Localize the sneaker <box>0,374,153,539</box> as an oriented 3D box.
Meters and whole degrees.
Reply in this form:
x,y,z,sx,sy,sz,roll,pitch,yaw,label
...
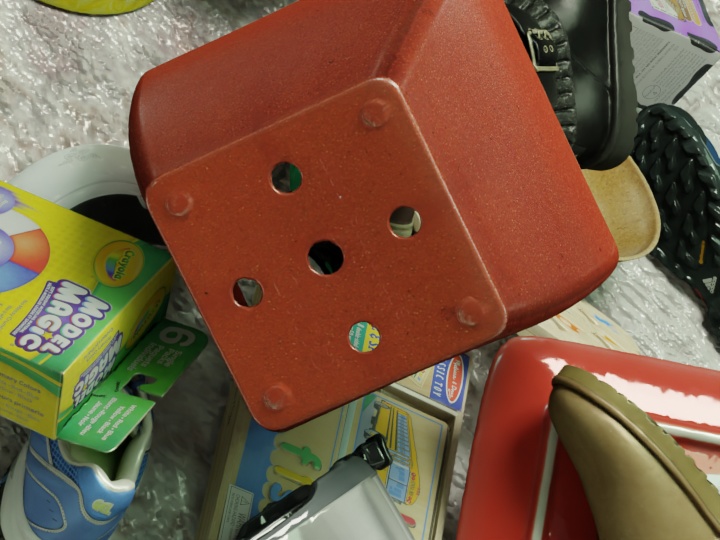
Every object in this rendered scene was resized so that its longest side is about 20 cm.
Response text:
x,y,z,sx,sy,sz,roll,pitch,yaw,label
-0.132,0.063,1.313,0.076,0.077,0.201,23,45,-27,sneaker

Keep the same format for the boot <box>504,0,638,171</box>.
x,y,z,sx,sy,sz,roll,pitch,yaw,label
0.087,-0.159,1.560,0.157,0.079,0.212,2,73,-39,boot

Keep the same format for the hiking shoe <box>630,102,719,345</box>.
x,y,z,sx,sy,sz,roll,pitch,yaw,label
0.243,-0.024,1.744,0.201,0.074,0.087,62,33,-1,hiking shoe

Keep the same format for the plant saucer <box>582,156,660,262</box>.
x,y,z,sx,sy,sz,roll,pitch,yaw,label
0.100,-0.069,1.637,0.200,0.035,0.201,29,30,-19,plant saucer

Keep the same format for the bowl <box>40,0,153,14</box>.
x,y,z,sx,sy,sz,roll,pitch,yaw,label
-0.160,-0.262,1.513,0.200,0.108,0.201,24,47,-28,bowl

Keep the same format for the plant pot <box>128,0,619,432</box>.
x,y,z,sx,sy,sz,roll,pitch,yaw,label
-0.003,-0.028,1.279,0.200,0.199,0.176,64,14,-10,plant pot

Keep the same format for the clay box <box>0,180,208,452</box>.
x,y,z,sx,sy,sz,roll,pitch,yaw,label
-0.181,0.009,1.263,0.199,0.048,0.115,22,38,14,clay box

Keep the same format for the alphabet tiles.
x,y,z,sx,sy,sz,roll,pitch,yaw,label
0.098,0.012,1.542,0.195,0.015,0.200,35,12,-20,alphabet tiles

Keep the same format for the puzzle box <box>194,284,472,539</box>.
x,y,z,sx,sy,sz,roll,pitch,yaw,label
-0.012,0.102,1.413,0.133,0.025,0.201,25,48,-16,puzzle box

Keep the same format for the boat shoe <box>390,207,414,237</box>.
x,y,z,sx,sy,sz,roll,pitch,yaw,label
0.004,-0.074,1.480,0.073,0.065,0.200,21,20,-22,boat shoe

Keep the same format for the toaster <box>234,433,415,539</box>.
x,y,z,sx,sy,sz,roll,pitch,yaw,label
-0.032,0.183,1.268,0.200,0.114,0.129,-32,88,-33,toaster

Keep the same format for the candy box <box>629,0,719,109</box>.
x,y,z,sx,sy,sz,roll,pitch,yaw,label
0.131,-0.213,1.756,0.199,0.072,0.168,19,40,-33,candy box

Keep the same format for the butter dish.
x,y,z,sx,sy,sz,roll,pitch,yaw,label
0.144,0.155,1.455,0.199,0.148,0.201,11,79,-6,butter dish

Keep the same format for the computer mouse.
x,y,z,sx,sy,sz,roll,pitch,yaw,label
-0.099,-0.038,1.418,0.199,0.044,0.110,9,19,-37,computer mouse

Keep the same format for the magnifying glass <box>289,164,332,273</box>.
x,y,z,sx,sy,sz,roll,pitch,yaw,label
0.000,0.000,1.528,0.079,0.022,0.201,18,50,-33,magnifying glass

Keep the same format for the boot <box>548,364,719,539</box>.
x,y,z,sx,sy,sz,roll,pitch,yaw,label
0.104,0.175,1.337,0.200,0.066,0.175,-44,89,-11,boot
